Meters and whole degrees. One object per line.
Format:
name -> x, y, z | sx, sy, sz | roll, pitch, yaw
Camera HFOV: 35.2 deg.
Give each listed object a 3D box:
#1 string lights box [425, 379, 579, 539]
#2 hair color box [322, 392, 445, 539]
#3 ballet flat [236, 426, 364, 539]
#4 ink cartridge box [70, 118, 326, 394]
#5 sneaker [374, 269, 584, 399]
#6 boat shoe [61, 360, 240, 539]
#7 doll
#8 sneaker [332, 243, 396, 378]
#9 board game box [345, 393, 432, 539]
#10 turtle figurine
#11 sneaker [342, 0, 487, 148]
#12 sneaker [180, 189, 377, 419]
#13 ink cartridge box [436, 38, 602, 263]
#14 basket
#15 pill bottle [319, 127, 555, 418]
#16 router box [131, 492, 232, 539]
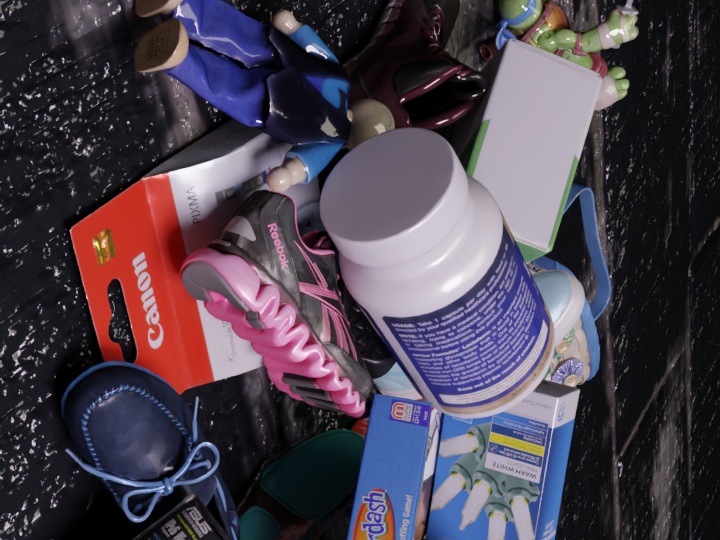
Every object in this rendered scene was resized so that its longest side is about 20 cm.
string lights box -> 0.119, 0.192, 0.986 | 0.059, 0.102, 0.203 | -5, 105, -60
hair color box -> 0.039, 0.168, 1.006 | 0.200, 0.063, 0.112 | -46, 137, -40
ballet flat -> -0.066, 0.195, 0.857 | 0.200, 0.075, 0.064 | -41, 163, -40
ink cartridge box -> -0.093, 0.000, 0.753 | 0.200, 0.047, 0.162 | -43, 134, -47
sneaker -> 0.085, 0.048, 0.934 | 0.082, 0.199, 0.075 | 42, 26, -49
boat shoe -> -0.114, 0.132, 0.717 | 0.084, 0.069, 0.201 | -37, 136, -5
doll -> -0.053, -0.115, 0.726 | 0.199, 0.048, 0.138 | 20, 58, -44
sneaker -> 0.000, 0.000, 0.906 | 0.083, 0.071, 0.202 | 133, -29, -63
board game box -> 0.011, 0.209, 0.781 | 0.153, 0.044, 0.202 | 90, 9, -60
turtle figurine -> 0.212, -0.252, 1.081 | 0.194, 0.143, 0.202 | 34, 74, -60
sneaker -> 0.059, -0.161, 0.881 | 0.201, 0.115, 0.076 | -55, 136, -33
sneaker -> -0.034, 0.024, 0.760 | 0.096, 0.078, 0.200 | -62, 140, -25
ink cartridge box -> 0.106, -0.077, 0.923 | 0.200, 0.083, 0.146 | 139, -29, -76
basket -> 0.176, 0.037, 1.112 | 0.200, 0.138, 0.177 | -50, 138, -23
pill bottle -> 0.054, 0.004, 0.771 | 0.116, 0.115, 0.201 | -62, 142, -25
router box -> -0.118, 0.253, 0.709 | 0.149, 0.062, 0.201 | -37, 138, -16
